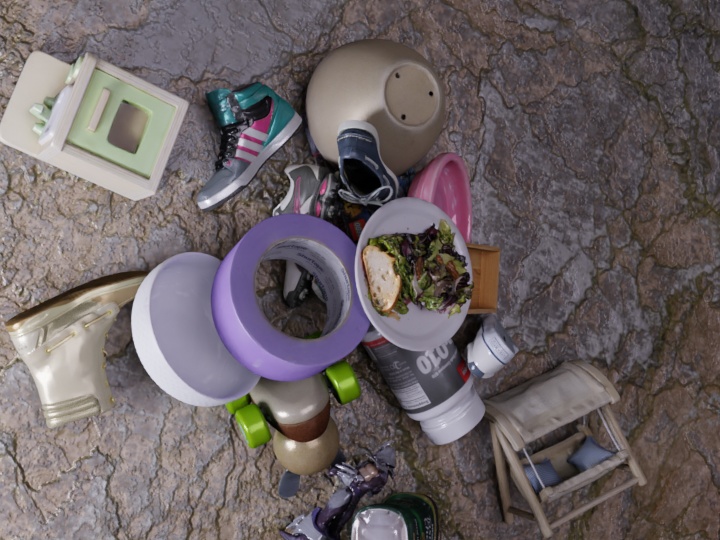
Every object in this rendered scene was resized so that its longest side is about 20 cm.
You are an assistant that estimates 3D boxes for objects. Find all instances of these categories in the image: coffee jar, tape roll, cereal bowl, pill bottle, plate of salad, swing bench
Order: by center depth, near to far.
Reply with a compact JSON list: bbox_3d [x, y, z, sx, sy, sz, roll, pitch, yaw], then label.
[{"bbox_3d":[-0.087,0.035,1.470,0.198,0.085,0.203,8,70,-22],"label":"tape roll"},{"bbox_3d":[-0.218,0.082,1.481,0.199,0.083,0.202,26,53,-41],"label":"cereal bowl"},{"bbox_3d":[0.078,0.003,1.492,0.198,0.048,0.203,7,79,-36],"label":"plate of salad"},{"bbox_3d":[0.052,0.366,1.584,0.084,0.200,0.106,-1,86,16],"label":"coffee jar"},{"bbox_3d":[0.092,0.141,1.647,0.114,0.114,0.201,-38,104,-21],"label":"pill bottle"},{"bbox_3d":[0.297,0.262,1.734,0.197,0.129,0.202,-22,97,-24],"label":"swing bench"}]

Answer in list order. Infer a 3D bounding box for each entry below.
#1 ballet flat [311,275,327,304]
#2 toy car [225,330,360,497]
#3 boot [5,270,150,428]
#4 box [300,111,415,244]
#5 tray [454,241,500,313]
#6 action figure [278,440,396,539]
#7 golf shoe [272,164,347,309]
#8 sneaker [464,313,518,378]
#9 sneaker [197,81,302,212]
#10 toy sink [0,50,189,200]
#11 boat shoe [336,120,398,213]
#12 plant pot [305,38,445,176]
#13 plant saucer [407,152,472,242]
[{"bbox_3d":[0.000,0.000,1.626,0.199,0.071,0.073,-22,98,-36],"label":"ballet flat"},{"bbox_3d":[-0.083,0.217,1.573,0.163,0.158,0.202,-23,125,-14],"label":"toy car"},{"bbox_3d":[-0.336,0.097,1.469,0.199,0.072,0.157,-26,104,-32],"label":"boot"},{"bbox_3d":[0.006,-0.150,1.656,0.136,0.040,0.202,-20,97,-26],"label":"box"},{"bbox_3d":[0.157,0.011,1.656,0.200,0.037,0.100,4,90,-67],"label":"tray"},{"bbox_3d":[-0.018,0.314,1.593,0.200,0.069,0.130,-50,145,-6],"label":"action figure"},{"bbox_3d":[-0.082,-0.049,1.603,0.087,0.077,0.202,17,95,15],"label":"golf shoe"},{"bbox_3d":[0.183,0.112,1.669,0.071,0.200,0.073,-37,85,9],"label":"sneaker"},{"bbox_3d":[-0.176,-0.184,1.544,0.121,0.083,0.200,50,62,-21],"label":"sneaker"},{"bbox_3d":[-0.339,-0.191,1.453,0.198,0.112,0.132,25,78,-23],"label":"toy sink"},{"bbox_3d":[0.008,-0.123,1.541,0.074,0.201,0.063,5,64,10],"label":"boat shoe"},{"bbox_3d":[0.041,-0.229,1.580,0.198,0.134,0.203,1,88,-26],"label":"plant pot"},{"bbox_3d":[0.109,-0.067,1.638,0.200,0.050,0.203,3,90,-68],"label":"plant saucer"}]
